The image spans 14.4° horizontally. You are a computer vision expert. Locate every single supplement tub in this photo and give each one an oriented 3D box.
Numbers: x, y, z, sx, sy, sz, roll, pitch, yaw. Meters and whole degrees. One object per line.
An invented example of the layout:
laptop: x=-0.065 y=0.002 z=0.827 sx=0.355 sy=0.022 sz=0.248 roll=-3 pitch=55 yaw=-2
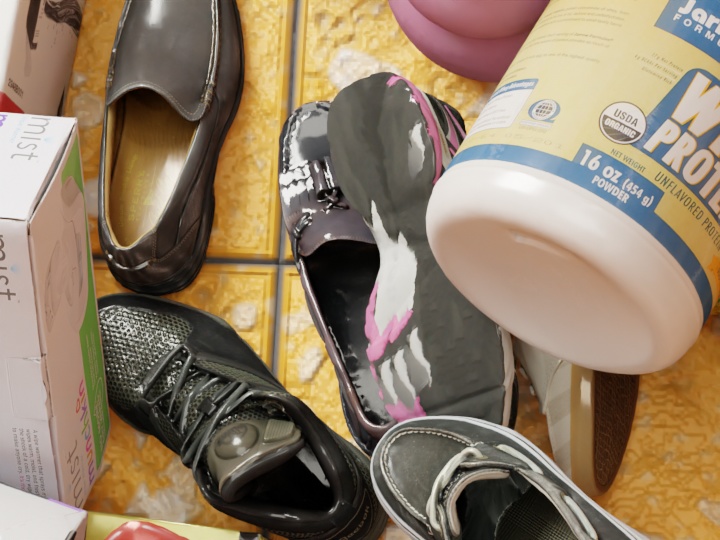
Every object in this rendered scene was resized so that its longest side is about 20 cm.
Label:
supplement tub: x=0.136 y=-0.066 z=1.381 sx=0.144 sy=0.145 sz=0.200 roll=27 pitch=67 yaw=11

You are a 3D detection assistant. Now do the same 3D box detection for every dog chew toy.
dog chew toy: x=0.067 y=-0.168 z=1.457 sx=0.124 sy=0.200 sz=0.125 roll=-1 pitch=82 yaw=8

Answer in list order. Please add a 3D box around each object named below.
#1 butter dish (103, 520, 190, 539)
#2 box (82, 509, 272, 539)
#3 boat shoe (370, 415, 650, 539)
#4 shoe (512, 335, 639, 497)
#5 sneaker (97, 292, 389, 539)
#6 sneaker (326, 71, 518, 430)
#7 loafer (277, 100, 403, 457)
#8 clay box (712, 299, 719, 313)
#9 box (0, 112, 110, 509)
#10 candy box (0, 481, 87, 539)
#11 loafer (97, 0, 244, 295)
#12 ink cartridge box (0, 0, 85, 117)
butter dish: x=-0.072 y=0.238 z=1.409 sx=0.199 sy=0.148 sz=0.200 roll=31 pitch=99 yaw=2
box: x=-0.145 y=0.151 z=1.493 sx=0.199 sy=0.075 sz=0.050 roll=7 pitch=82 yaw=7
boat shoe: x=0.067 y=0.112 z=1.357 sx=0.200 sy=0.071 sz=0.072 roll=24 pitch=84 yaw=46
shoe: x=0.110 y=0.018 z=1.491 sx=0.053 sy=0.070 sz=0.201 roll=-3 pitch=83 yaw=28
sneaker: x=-0.075 y=0.071 z=1.479 sx=0.199 sy=0.114 sz=0.076 roll=40 pitch=86 yaw=16
sneaker: x=0.050 y=-0.004 z=1.470 sx=0.080 sy=0.086 sz=0.201 roll=-13 pitch=84 yaw=31
loafer: x=0.000 y=0.000 z=1.506 sx=0.072 sy=0.063 sz=0.201 roll=-16 pitch=79 yaw=6
clay box: x=0.229 y=-0.048 z=1.495 sx=0.199 sy=0.048 sz=0.116 roll=-13 pitch=79 yaw=4
box: x=-0.225 y=0.024 z=1.426 sx=0.175 sy=0.201 sz=0.097 roll=4 pitch=37 yaw=10
candy box: x=-0.233 y=0.187 z=1.438 sx=0.167 sy=0.201 sz=0.072 roll=17 pitch=40 yaw=10
loafer: x=-0.104 y=-0.090 z=1.531 sx=0.072 sy=0.072 sz=0.201 roll=0 pitch=79 yaw=8
ink cartridge box: x=-0.203 y=-0.137 z=1.515 sx=0.083 sy=0.144 sz=0.201 roll=8 pitch=81 yaw=7
